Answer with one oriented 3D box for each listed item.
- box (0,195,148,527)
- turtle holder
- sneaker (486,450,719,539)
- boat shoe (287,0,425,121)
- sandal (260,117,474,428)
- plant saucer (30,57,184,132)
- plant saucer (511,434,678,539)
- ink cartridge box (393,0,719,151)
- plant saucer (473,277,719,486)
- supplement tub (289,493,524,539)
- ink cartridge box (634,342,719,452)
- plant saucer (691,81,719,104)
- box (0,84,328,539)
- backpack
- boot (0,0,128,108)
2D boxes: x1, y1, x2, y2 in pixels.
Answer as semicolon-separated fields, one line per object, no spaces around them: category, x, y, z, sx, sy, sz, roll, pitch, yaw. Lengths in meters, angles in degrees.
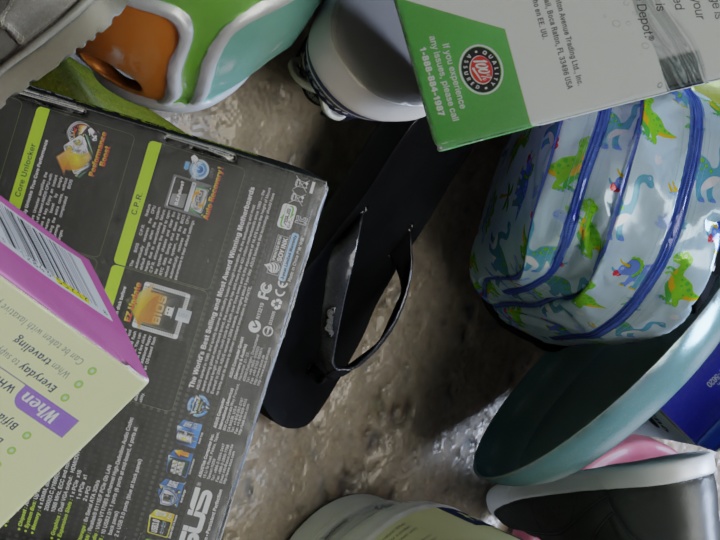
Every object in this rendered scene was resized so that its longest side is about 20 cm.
box;-0.223;0.044;1.144;0.200;0.097;0.176;-44;129;9
turtle holder;-0.075;-0.157;1.289;0.186;0.141;0.132;-80;178;-54
sneaker;0.135;0.158;1.576;0.071;0.200;0.099;-8;87;-29
boat shoe;0.001;-0.097;1.363;0.075;0.093;0.200;55;27;-1
sandal;0.000;0.000;1.454;0.076;0.043;0.200;5;119;-49
plant saucer;-0.117;0.025;1.364;0.200;0.048;0.200;32;81;-49
plant saucer;0.157;0.202;1.736;0.200;0.051;0.201;-22;121;-42
ink cartridge box;0.111;-0.152;1.229;0.083;0.199;0.147;-82;158;-68
plant saucer;0.144;0.051;1.559;0.027;0.200;0.200;45;67;-9
supplement tub;0.056;0.208;1.511;0.145;0.200;0.145;-21;120;-41
ink cartridge box;0.187;0.049;1.586;0.099;0.200;0.039;-45;101;-10
plant saucer;0.240;-0.183;1.677;0.200;0.031;0.201;-25;125;-41
box;-0.134;0.025;1.269;0.193;0.048;0.201;16;94;-9
backpack;0.132;-0.034;1.501;0.154;0.200;0.164;24;88;-25
boot;-0.212;-0.144;1.152;0.182;0.073;0.200;-40;120;-1
